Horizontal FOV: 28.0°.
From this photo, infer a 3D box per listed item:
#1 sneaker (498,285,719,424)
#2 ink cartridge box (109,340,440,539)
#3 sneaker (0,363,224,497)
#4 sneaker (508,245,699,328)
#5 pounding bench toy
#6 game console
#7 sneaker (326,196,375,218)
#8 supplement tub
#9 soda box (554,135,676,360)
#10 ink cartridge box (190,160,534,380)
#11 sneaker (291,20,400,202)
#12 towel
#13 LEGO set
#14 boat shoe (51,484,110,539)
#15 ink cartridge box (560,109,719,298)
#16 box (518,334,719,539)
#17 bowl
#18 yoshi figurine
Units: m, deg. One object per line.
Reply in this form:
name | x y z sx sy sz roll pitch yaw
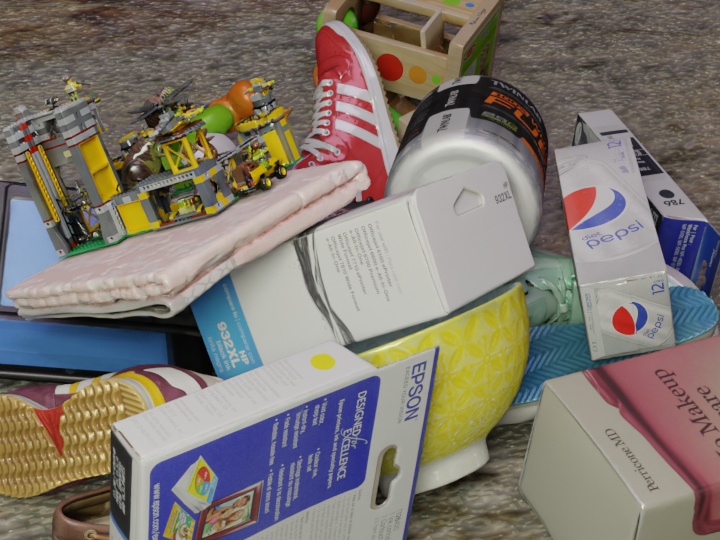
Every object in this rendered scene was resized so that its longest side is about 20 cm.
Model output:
sneaker | 0.173 0.082 1.077 0.198 0.081 0.077 -15 40 4
ink cartridge box | -0.055 0.138 0.864 0.199 0.199 0.047 -20 45 -32
sneaker | -0.173 0.104 0.952 0.199 0.076 0.090 -10 -1 42
sneaker | 0.161 0.035 1.128 0.199 0.074 0.118 11 30 21
pounding bench toy | 0.024 -0.185 1.350 0.155 0.125 0.200 18 39 14
game console | -0.206 0.008 1.052 0.198 0.116 0.178 5 72 -11
sneaker | -0.024 -0.020 1.176 0.199 0.071 0.098 17 39 10
supplement tub | 0.089 -0.082 1.156 0.121 0.124 0.200 10 25 4
soda box | 0.187 -0.022 1.078 0.063 0.069 0.201 -10 33 8
ink cartridge box | 0.000 0.000 1.012 0.199 0.084 0.145 -18 3 34
sneaker | -0.032 -0.118 1.248 0.112 0.071 0.202 -14 75 -19
towel | -0.118 -0.019 0.985 0.199 0.032 0.191 -4 23 47
LEGO set | -0.149 -0.097 1.011 0.199 0.117 0.154 -9 19 40
boat shoe | -0.103 0.153 0.939 0.198 0.072 0.072 -7 40 -18
ink cartridge box | 0.234 -0.043 1.221 0.039 0.100 0.200 -9 39 -19
box | 0.229 0.131 0.989 0.198 0.110 0.128 -12 42 -23
bowl | 0.034 0.091 0.991 0.198 0.109 0.200 -19 2 1
yoshi figurine | -0.140 -0.083 1.212 0.112 0.113 0.200 34 48 21
